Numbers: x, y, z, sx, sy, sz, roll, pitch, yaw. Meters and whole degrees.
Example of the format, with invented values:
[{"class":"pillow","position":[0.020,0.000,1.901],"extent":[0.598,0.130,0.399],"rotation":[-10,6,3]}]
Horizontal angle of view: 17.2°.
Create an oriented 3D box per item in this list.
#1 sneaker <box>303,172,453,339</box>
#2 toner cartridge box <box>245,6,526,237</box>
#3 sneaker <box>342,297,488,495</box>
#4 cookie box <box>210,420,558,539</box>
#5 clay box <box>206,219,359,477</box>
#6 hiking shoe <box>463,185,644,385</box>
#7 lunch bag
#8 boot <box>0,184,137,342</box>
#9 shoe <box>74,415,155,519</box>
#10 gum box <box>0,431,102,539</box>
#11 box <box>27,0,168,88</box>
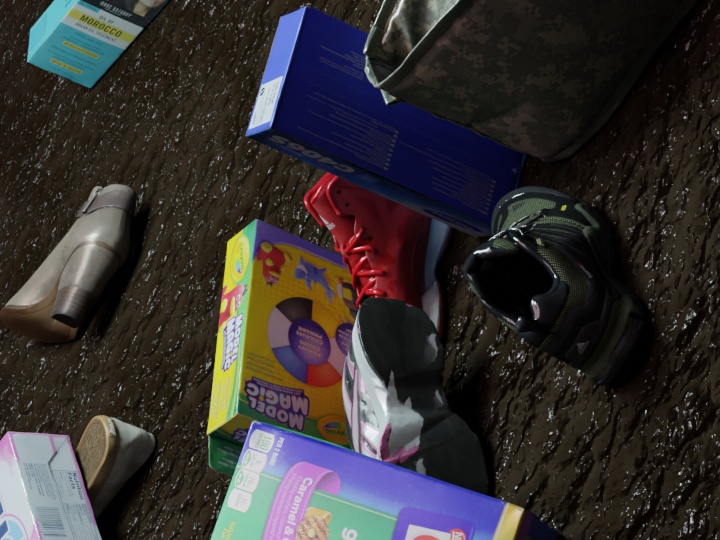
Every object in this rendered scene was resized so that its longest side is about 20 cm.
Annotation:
[{"class":"sneaker","position":[0.000,0.000,1.746],"extent":[0.078,0.115,0.200],"rotation":[-32,42,49]},{"class":"toner cartridge box","position":[0.024,-0.103,1.688],"extent":[0.043,0.200,0.095],"rotation":[-9,61,61]},{"class":"sneaker","position":[0.031,0.123,1.638],"extent":[0.086,0.080,0.200],"rotation":[118,151,-51]},{"class":"cookie box","position":[0.001,0.207,1.511],"extent":[0.200,0.075,0.171],"rotation":[16,81,25]},{"class":"clay box","position":[-0.050,0.072,1.785],"extent":[0.048,0.115,0.200],"rotation":[-37,39,44]},{"class":"hiking shoe","position":[0.113,-0.008,1.555],"extent":[0.076,0.101,0.200],"rotation":[-57,28,17]},{"class":"lunch bag","position":[0.113,-0.179,1.621],"extent":[0.200,0.164,0.118],"rotation":[-54,34,23]},{"class":"boot","position":[-0.281,-0.010,2.354],"extent":[0.200,0.070,0.146],"rotation":[-9,55,59]},{"class":"shoe","position":[-0.247,0.202,2.136],"extent":[0.200,0.053,0.070],"rotation":[-50,51,38]},{"class":"gum box","position":[-0.284,0.246,2.075],"extent":[0.114,0.066,0.200],"rotation":[-48,50,35]},{"class":"box","position":[-0.268,-0.278,2.516],"extent":[0.200,0.082,0.049],"rotation":[-42,37,41]}]
